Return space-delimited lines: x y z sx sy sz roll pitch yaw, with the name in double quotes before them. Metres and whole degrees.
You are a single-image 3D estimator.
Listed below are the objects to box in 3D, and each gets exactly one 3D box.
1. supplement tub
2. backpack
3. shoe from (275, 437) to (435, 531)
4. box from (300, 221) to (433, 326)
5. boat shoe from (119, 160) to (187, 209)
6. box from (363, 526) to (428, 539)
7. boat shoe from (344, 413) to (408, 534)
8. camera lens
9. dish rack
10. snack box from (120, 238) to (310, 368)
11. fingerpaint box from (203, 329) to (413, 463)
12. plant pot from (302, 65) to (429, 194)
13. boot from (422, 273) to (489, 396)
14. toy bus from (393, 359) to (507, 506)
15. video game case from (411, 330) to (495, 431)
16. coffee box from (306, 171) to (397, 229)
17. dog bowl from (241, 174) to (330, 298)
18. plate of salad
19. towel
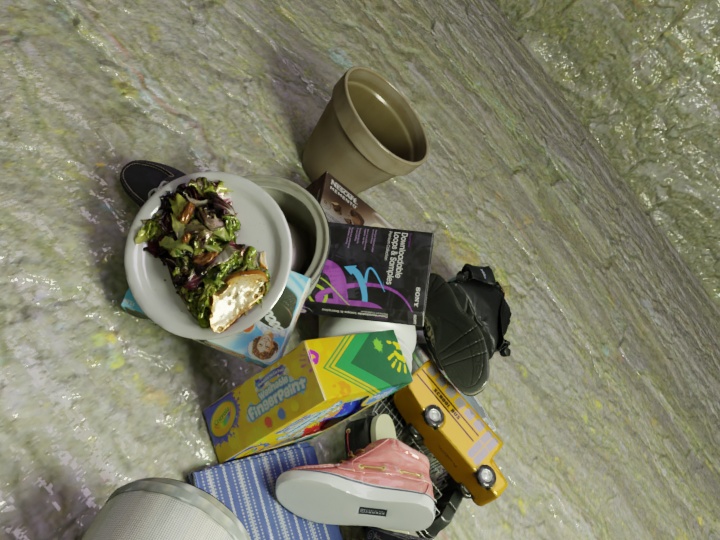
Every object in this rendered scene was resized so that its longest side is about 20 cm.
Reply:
"supplement tub" 0.008 0.062 1.143 0.144 0.144 0.203 28 42 -33
"backpack" 0.193 0.072 1.367 0.170 0.125 0.200 64 23 -2
"shoe" -0.005 0.256 0.949 0.195 0.073 0.092 11 34 -6
"box" 0.000 0.000 1.077 0.195 0.036 0.145 6 52 5
"boat shoe" -0.234 -0.095 0.981 0.198 0.073 0.063 31 -13 18
"box" 0.102 0.399 0.945 0.198 0.131 0.117 27 71 -34
"boat shoe" 0.020 0.298 1.030 0.073 0.062 0.206 18 61 -56
"camera lens" -0.191 0.300 0.674 0.160 0.159 0.201 44 34 -13
"dish rack" 0.084 0.270 1.140 0.201 0.054 0.153 52 32 0
"snack box" -0.170 0.030 0.925 0.196 0.037 0.118 21 71 2
"fingerpaint box" -0.062 0.152 0.927 0.165 0.199 0.075 -1 62 -51
"plant pot" -0.008 -0.220 1.345 0.198 0.173 0.203 32 39 -30
"boot" 0.144 0.121 1.167 0.155 0.072 0.206 70 -3 -54
"toy bus" 0.132 0.232 1.098 0.078 0.065 0.200 -35 79 -35
"video game case" 0.134 0.184 1.246 0.202 0.023 0.181 59 20 19
"coffee box" -0.015 -0.051 1.272 0.199 0.079 0.114 37 38 -24
"dog bowl" -0.135 -0.023 1.023 0.195 0.074 0.204 0 61 1
"plate of salad" -0.177 -0.023 0.892 0.203 0.197 0.048 62 -8 12
"towel" -0.107 0.291 0.917 0.198 0.024 0.147 1 63 -49
